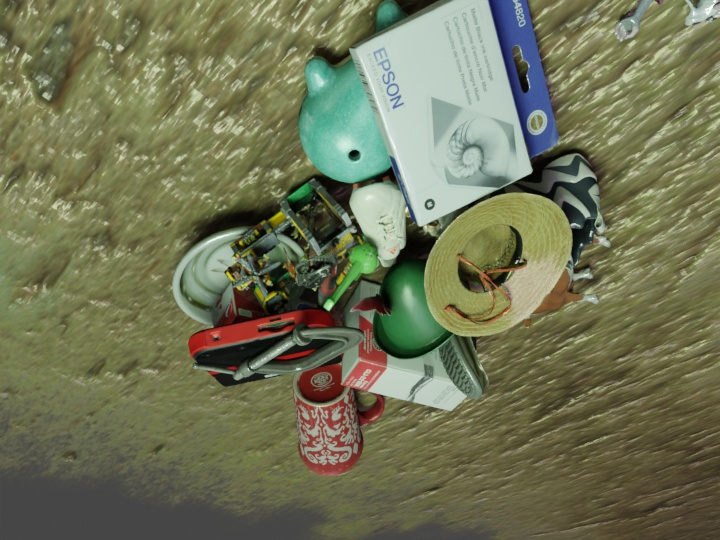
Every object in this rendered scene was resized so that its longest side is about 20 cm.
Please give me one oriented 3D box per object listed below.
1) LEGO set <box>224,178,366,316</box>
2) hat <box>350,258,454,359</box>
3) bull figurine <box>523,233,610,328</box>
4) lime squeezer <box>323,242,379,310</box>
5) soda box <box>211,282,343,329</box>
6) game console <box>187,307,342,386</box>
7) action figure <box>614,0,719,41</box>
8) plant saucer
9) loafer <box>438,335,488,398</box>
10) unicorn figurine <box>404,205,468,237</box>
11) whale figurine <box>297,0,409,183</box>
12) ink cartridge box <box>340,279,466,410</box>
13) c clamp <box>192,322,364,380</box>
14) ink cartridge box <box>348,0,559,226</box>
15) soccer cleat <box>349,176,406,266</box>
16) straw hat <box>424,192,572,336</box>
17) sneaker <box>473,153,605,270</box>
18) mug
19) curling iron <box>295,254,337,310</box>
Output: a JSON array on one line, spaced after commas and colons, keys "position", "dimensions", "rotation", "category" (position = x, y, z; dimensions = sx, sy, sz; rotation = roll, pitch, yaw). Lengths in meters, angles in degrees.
[{"position": [-0.070, -0.010, 0.786], "dimensions": [0.197, 0.116, 0.156], "rotation": [-30, 134, -12], "category": "LEGO set"}, {"position": [0.042, 0.004, 0.794], "dimensions": [0.167, 0.199, 0.176], "rotation": [-52, 123, -8], "category": "hat"}, {"position": [0.292, 0.008, 0.898], "dimensions": [0.118, 0.066, 0.203], "rotation": [-8, 138, 3], "category": "bull figurine"}, {"position": [0.000, 0.000, 0.758], "dimensions": [0.037, 0.200, 0.072], "rotation": [20, 101, 4], "category": "lime squeezer"}, {"position": [-0.119, 0.083, 0.905], "dimensions": [0.197, 0.064, 0.070], "rotation": [17, 128, -37], "category": "soda box"}, {"position": [-0.128, 0.112, 0.857], "dimensions": [0.194, 0.032, 0.178], "rotation": [-11, 155, 1], "category": "game console"}, {"position": [0.307, -0.308, 0.569], "dimensions": [0.197, 0.133, 0.152], "rotation": [23, 91, -39], "category": "action figure"}, {"position": [-0.173, 0.001, 0.879], "dimensions": [0.195, 0.051, 0.203], "rotation": [-13, 140, -11], "category": "plant saucer"}, {"position": [0.146, 0.087, 0.894], "dimensions": [0.068, 0.204, 0.076], "rotation": [-14, 155, -14], "category": "loafer"}, {"position": [0.107, -0.097, 0.757], "dimensions": [0.136, 0.074, 0.203], "rotation": [-19, 143, -51], "category": "unicorn figurine"}, {"position": [0.010, -0.183, 0.667], "dimensions": [0.156, 0.105, 0.201], "rotation": [23, 129, -22], "category": "whale figurine"}, {"position": [0.074, 0.119, 0.951], "dimensions": [0.195, 0.147, 0.084], "rotation": [16, 138, -16], "category": "ink cartridge box"}, {"position": [-0.097, 0.112, 0.802], "dimensions": [0.198, 0.028, 0.169], "rotation": [-30, 148, 34], "category": "c clamp"}, {"position": [0.112, -0.177, 0.633], "dimensions": [0.196, 0.041, 0.203], "rotation": [-27, 115, -3], "category": "ink cartridge box"}, {"position": [0.030, -0.057, 0.759], "dimensions": [0.067, 0.080, 0.200], "rotation": [-11, 169, 5], "category": "soccer cleat"}, {"position": [0.151, -0.025, 0.741], "dimensions": [0.195, 0.086, 0.205], "rotation": [-7, 126, -10], "category": "straw hat"}, {"position": [0.223, -0.046, 0.784], "dimensions": [0.196, 0.132, 0.079], "rotation": [-26, 145, 21], "category": "sneaker"}, {"position": [-0.051, 0.252, 1.133], "dimensions": [0.131, 0.177, 0.203], "rotation": [24, 140, 28], "category": "mug"}, {"position": [-0.050, 0.019, 0.741], "dimensions": [0.048, 0.026, 0.200], "rotation": [-14, 166, -5], "category": "curling iron"}]
